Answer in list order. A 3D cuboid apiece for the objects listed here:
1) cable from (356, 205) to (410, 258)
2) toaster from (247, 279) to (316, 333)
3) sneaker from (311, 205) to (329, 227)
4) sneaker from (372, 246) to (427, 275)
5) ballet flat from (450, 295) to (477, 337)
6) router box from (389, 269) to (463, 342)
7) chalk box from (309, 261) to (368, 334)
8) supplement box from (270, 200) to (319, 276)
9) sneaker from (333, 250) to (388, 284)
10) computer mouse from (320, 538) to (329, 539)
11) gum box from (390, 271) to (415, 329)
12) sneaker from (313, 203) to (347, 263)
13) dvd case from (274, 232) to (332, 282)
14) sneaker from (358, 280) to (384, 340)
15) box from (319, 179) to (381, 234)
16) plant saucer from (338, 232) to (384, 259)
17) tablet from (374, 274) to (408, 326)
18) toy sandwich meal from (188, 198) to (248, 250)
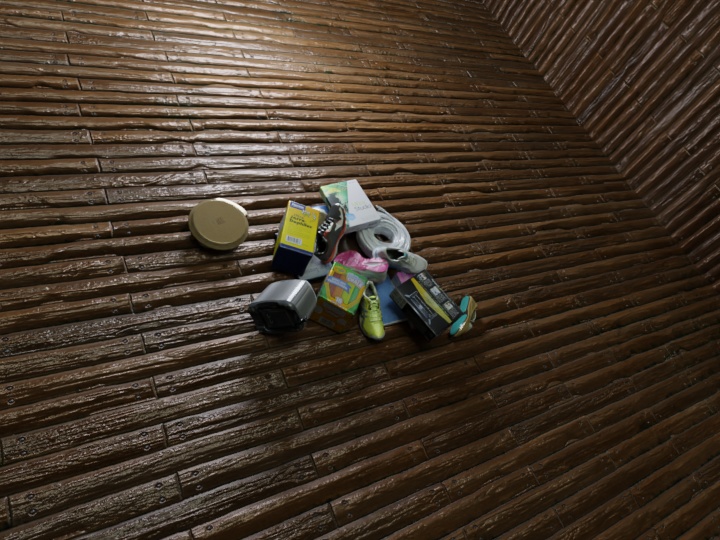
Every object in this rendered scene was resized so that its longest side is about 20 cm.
[{"bbox_3d":[0.077,-0.114,1.879,0.199,0.069,0.200,34,48,0],"label":"cable"},{"bbox_3d":[-0.211,0.099,1.533,0.114,0.199,0.129,66,33,-27],"label":"toaster"},{"bbox_3d":[-0.109,-0.208,1.894,0.198,0.077,0.112,2,42,-12],"label":"sneaker"},{"bbox_3d":[0.143,-0.035,1.774,0.198,0.087,0.076,12,75,-23],"label":"sneaker"},{"bbox_3d":[0.366,0.168,1.857,0.063,0.069,0.201,42,47,-12],"label":"ballet flat"},{"bbox_3d":[0.213,0.110,1.737,0.157,0.052,0.200,-28,72,-38],"label":"router box"},{"bbox_3d":[-0.063,0.068,1.668,0.124,0.124,0.201,27,48,-7],"label":"chalk box"},{"bbox_3d":[-0.205,-0.103,1.710,0.109,0.109,0.201,17,49,-14],"label":"supplement box"},{"bbox_3d":[0.000,0.000,1.771,0.199,0.089,0.081,17,48,27],"label":"sneaker"},{"bbox_3d":[-0.012,0.697,1.262,0.140,0.046,0.200,-30,73,-39],"label":"computer mouse"},{"bbox_3d":[0.189,0.089,1.821,0.113,0.066,0.201,-9,60,-31],"label":"gum box"},{"bbox_3d":[-0.103,-0.128,1.743,0.082,0.077,0.202,23,76,-52],"label":"sneaker"},{"bbox_3d":[-0.182,-0.051,1.770,0.142,0.018,0.201,-13,63,-35],"label":"dvd case"},{"bbox_3d":[0.030,0.124,1.696,0.075,0.077,0.201,-8,60,-17],"label":"sneaker"},{"bbox_3d":[-0.037,-0.222,1.849,0.143,0.036,0.201,-17,58,-25],"label":"box"},{"bbox_3d":[0.017,-0.079,1.888,0.199,0.032,0.201,15,51,-18],"label":"plant saucer"},{"bbox_3d":[0.067,0.091,1.787,0.129,0.014,0.201,-11,60,-26],"label":"tablet"},{"bbox_3d":[-0.441,-0.139,1.674,0.203,0.070,0.207,13,55,-19],"label":"toy sandwich meal"}]
